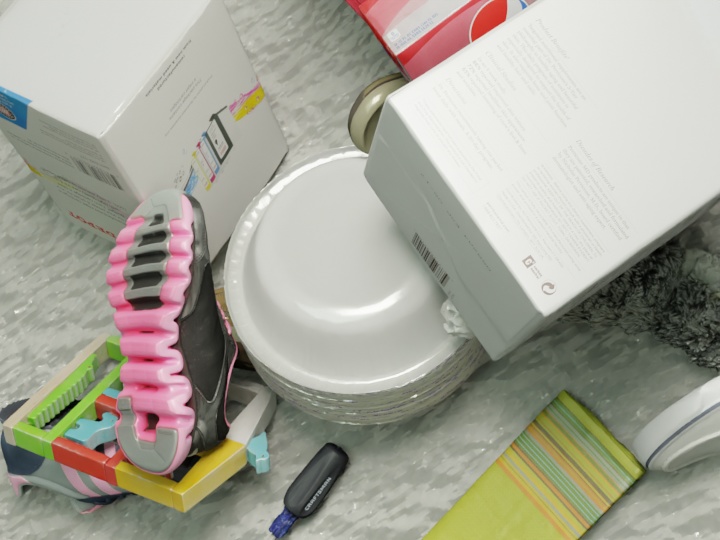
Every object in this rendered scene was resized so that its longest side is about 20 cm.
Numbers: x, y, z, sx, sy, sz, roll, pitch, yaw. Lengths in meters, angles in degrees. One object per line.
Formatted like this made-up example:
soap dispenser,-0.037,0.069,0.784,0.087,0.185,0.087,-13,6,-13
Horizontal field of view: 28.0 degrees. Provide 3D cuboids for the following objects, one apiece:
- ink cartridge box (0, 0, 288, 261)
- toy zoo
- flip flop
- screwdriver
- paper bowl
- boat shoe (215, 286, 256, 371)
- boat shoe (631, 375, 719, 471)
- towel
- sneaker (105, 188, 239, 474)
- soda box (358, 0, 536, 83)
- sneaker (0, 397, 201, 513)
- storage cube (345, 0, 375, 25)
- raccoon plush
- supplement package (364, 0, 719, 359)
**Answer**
ink cartridge box,-0.171,-0.120,1.098,0.147,0.200,0.145,25,69,26
toy zoo,-0.155,0.116,1.109,0.199,0.131,0.021,16,130,25
flip flop,0.089,-0.113,1.029,0.058,0.199,0.082,-126,33,-46
screwdriver,-0.076,0.213,1.095,0.028,0.029,0.200,38,90,25
paper bowl,0.000,0.000,1.037,0.199,0.105,0.202,-4,63,8
boat shoe,-0.087,0.036,1.124,0.199,0.072,0.077,12,77,14
boat shoe,0.279,0.093,0.954,0.199,0.072,0.066,-27,65,7
towel,0.108,0.184,1.035,0.200,0.018,0.086,-48,60,9
sneaker,-0.126,0.042,1.042,0.079,0.095,0.202,6,96,37
soda box,0.103,-0.198,0.959,0.200,0.063,0.070,-36,45,4
sneaker,-0.194,0.157,1.151,0.199,0.070,0.083,10,112,20
storage cube,0.046,-0.270,1.038,0.180,0.200,0.171,-40,42,9
raccoon plush,0.169,0.035,0.980,0.199,0.097,0.134,-34,66,-12
supplement package,0.130,-0.073,0.879,0.199,0.151,0.152,-34,82,-12
